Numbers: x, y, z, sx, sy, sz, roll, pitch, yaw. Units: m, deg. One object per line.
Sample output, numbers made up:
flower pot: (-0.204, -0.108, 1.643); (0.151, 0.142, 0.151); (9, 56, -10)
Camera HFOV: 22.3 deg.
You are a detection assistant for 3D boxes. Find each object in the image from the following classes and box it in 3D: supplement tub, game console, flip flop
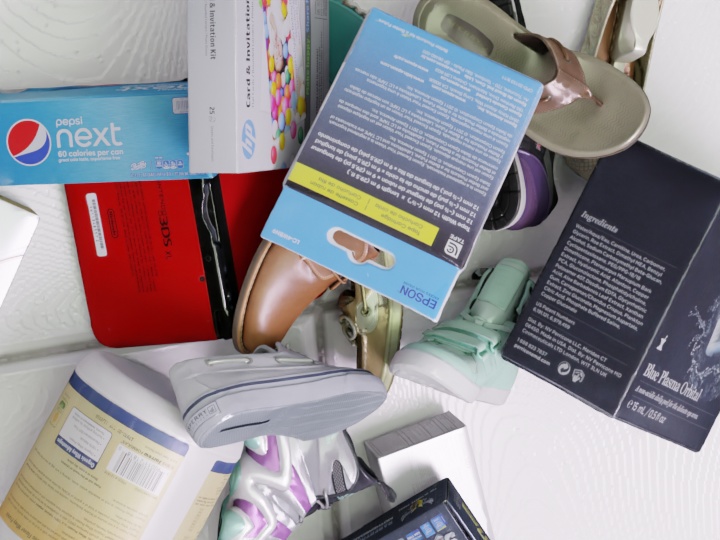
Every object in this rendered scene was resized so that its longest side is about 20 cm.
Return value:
supplement tub: (-0.192, 0.179, 1.385); (0.144, 0.144, 0.201); (29, 91, -22)
game console: (-0.129, -0.056, 1.426); (0.170, 0.119, 0.202); (-5, 104, 14)
flip flop: (0.129, -0.153, 1.392); (0.199, 0.058, 0.081); (34, 91, 0)

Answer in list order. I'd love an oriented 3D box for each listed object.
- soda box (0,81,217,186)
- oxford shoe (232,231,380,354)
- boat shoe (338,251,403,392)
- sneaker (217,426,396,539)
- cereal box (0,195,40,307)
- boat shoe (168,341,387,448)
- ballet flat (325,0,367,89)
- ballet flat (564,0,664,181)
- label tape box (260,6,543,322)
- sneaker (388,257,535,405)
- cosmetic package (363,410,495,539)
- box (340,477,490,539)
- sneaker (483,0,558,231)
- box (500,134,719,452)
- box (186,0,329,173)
soda box: (-0.197, -0.100, 1.324); (0.198, 0.068, 0.065); (-1, 103, 9)
oxford shoe: (-0.027, -0.013, 1.381); (0.201, 0.071, 0.071); (-57, 153, 4)
boat shoe: (0.000, 0.000, 1.456); (0.062, 0.073, 0.203); (0, 101, -6)
sneaker: (-0.041, 0.185, 1.459); (0.138, 0.078, 0.202); (8, 100, -5)
cereal box: (-0.343, 0.020, 1.356); (0.143, 0.039, 0.202); (23, 93, -22)
boat shoe: (-0.058, 0.083, 1.364); (0.074, 0.067, 0.199); (-43, 155, 29)
ballet flat: (0.028, -0.140, 1.427); (0.200, 0.072, 0.072); (43, 86, 8)
ballet flat: (0.209, -0.166, 1.494); (0.067, 0.062, 0.202); (5, 100, -19)
label tape box: (0.029, -0.071, 1.328); (0.142, 0.066, 0.201); (24, 72, 3)
sneaker: (0.086, 0.041, 1.447); (0.073, 0.200, 0.119); (20, 92, 20)
cosmetic package: (0.069, 0.227, 1.534); (0.082, 0.051, 0.202); (-18, 106, -11)
box: (0.031, 0.286, 1.490); (0.199, 0.051, 0.158); (-31, 104, 13)
sneaker: (0.119, -0.134, 1.478); (0.087, 0.075, 0.202); (-5, 93, -51)
box: (0.239, 0.022, 1.468); (0.196, 0.117, 0.202); (23, 94, -57)
box: (-0.071, -0.152, 1.318); (0.041, 0.200, 0.158); (1, 95, 18)
